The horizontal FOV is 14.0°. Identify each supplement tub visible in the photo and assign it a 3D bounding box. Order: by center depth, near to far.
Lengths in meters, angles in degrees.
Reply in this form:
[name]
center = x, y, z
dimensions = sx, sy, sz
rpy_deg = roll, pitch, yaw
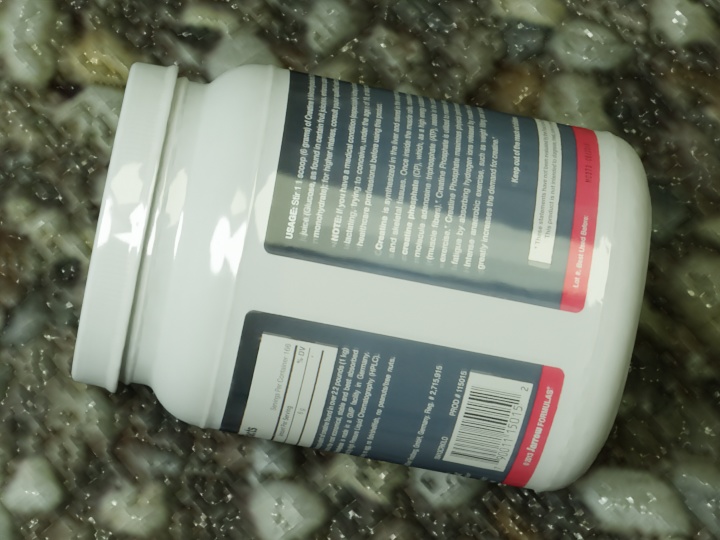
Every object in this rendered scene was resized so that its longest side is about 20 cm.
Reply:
[supplement tub]
center = 0.000, 0.000, 1.109
dimensions = 0.199, 0.140, 0.141
rpy_deg = 11, 63, -4
